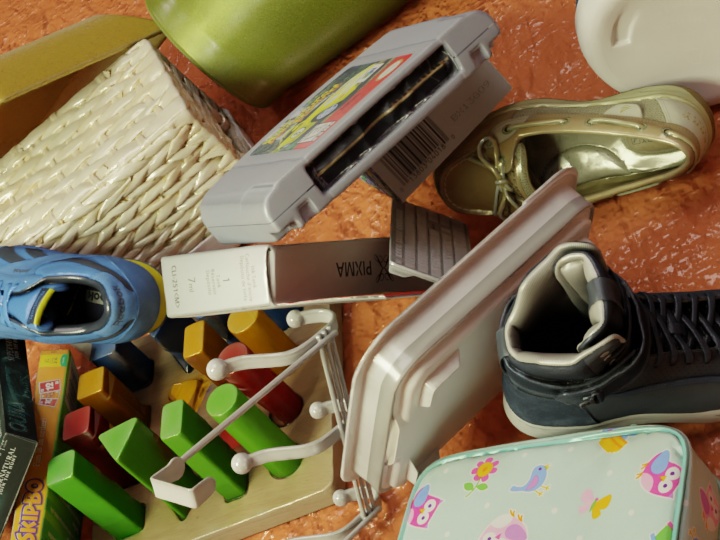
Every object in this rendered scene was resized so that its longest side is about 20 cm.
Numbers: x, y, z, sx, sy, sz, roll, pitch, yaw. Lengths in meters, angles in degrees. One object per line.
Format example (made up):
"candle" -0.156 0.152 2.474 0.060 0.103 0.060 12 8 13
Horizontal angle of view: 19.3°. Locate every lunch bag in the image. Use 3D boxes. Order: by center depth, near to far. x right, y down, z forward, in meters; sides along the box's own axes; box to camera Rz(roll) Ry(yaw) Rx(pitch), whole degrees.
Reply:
"lunch bag" 0.115 0.169 1.210 0.199 0.077 0.161 -10 47 31

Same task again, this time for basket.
"basket" -0.181 -0.056 1.602 0.200 0.123 0.136 -40 40 5

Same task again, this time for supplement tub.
"supplement tub" 0.214 -0.225 1.410 0.143 0.144 0.201 -18 47 26

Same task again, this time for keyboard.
"keyboard" 0.046 -0.018 1.372 0.200 0.056 0.011 -84 9 -76

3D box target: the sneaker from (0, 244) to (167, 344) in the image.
"sneaker" -0.233 0.018 1.478 0.198 0.078 0.067 1 95 28

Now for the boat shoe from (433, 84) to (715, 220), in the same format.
"boat shoe" 0.133 -0.071 1.392 0.199 0.074 0.063 -8 24 27

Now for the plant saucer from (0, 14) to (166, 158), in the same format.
"plant saucer" -0.265 -0.121 1.644 0.199 0.049 0.200 -31 -11 -46

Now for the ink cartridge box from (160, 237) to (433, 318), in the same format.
"ink cartridge box" 0.000 0.000 1.361 0.172 0.199 0.044 -7 88 36

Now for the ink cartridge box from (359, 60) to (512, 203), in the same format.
"ink cartridge box" 0.025 -0.116 1.490 0.109 0.050 0.200 -46 18 -3

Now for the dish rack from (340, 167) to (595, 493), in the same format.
"dish rack" 0.072 0.045 1.275 0.043 0.172 0.200 40 62 19

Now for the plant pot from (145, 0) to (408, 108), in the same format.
"plant pot" -0.059 -0.237 1.623 0.193 0.200 0.201 -46 39 13

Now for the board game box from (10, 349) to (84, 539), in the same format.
"board game box" -0.214 0.163 1.465 0.030 0.096 0.201 -4 51 4

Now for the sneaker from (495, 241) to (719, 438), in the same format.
"sneaker" 0.173 0.032 1.199 0.201 0.146 0.077 -15 62 3

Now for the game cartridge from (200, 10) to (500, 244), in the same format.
"game cartridge" -0.011 -0.091 1.343 0.200 0.041 0.133 -43 12 -19

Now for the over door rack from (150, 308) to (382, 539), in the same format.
"over door rack" -0.061 0.133 1.272 0.066 0.149 0.200 1 30 28

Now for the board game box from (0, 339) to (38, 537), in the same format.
"board game box" -0.267 0.134 1.496 0.200 0.028 0.136 -120 51 -67

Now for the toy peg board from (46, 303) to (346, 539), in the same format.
"toy peg board" -0.119 0.084 1.455 0.199 0.098 0.200 -22 45 22
